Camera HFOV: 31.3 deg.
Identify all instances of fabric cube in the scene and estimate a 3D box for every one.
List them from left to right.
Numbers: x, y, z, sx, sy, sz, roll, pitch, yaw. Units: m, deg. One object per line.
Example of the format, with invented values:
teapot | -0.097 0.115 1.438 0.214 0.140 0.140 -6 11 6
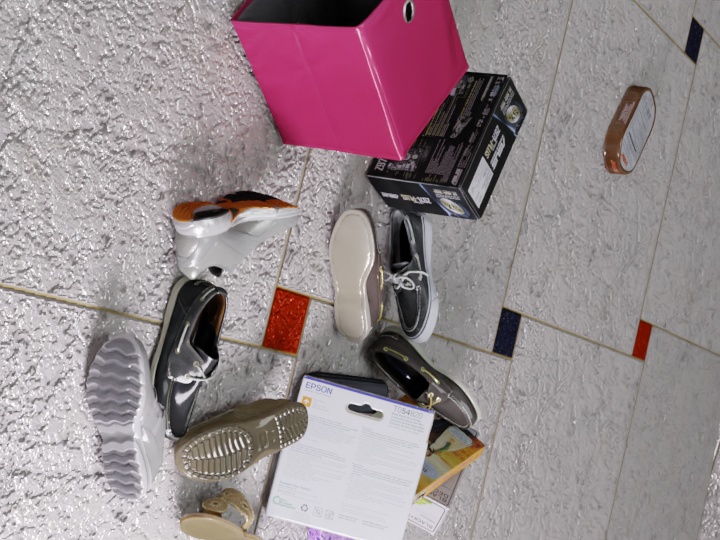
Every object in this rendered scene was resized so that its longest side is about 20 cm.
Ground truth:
fabric cube | -0.007 -0.284 1.613 0.197 0.199 0.200 -55 140 -33

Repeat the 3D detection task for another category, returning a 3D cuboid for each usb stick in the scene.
usb stick | -0.022 0.179 1.871 0.199 0.032 0.056 14 91 -57

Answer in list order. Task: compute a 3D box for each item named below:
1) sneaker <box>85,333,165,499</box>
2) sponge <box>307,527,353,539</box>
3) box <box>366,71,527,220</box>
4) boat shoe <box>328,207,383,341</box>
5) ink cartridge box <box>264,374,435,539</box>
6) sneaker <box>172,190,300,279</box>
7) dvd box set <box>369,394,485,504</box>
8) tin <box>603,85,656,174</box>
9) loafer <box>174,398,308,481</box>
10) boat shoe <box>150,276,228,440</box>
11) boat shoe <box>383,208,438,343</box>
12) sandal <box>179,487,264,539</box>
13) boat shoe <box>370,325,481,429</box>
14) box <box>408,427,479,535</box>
sneaker | -0.265 0.160 1.487 0.082 0.074 0.202 -46 142 -59
sponge | -0.035 0.429 1.922 0.111 0.030 0.202 -25 119 -53
box | 0.127 -0.186 1.873 0.086 0.163 0.201 51 57 -49
boat shoe | 0.000 0.000 1.822 0.059 0.071 0.202 -37 132 -53
ink cartridge box | -0.014 0.265 1.781 0.041 0.198 0.202 159 -53 -84
sneaker | -0.156 -0.042 1.586 0.199 0.075 0.093 -13 117 -46
dvd box set | 0.077 0.260 1.910 0.199 0.146 0.030 -23 146 -49
tin | 0.543 -0.283 2.579 0.201 0.042 0.112 -61 138 -25
loafer | -0.159 0.215 1.651 0.199 0.067 0.077 -13 107 -38
boat shoe | -0.206 0.111 1.548 0.072 0.067 0.202 9 95 -58
boat shoe | 0.071 0.006 1.907 0.068 0.073 0.201 12 77 -46
sandal | -0.171 0.320 1.673 0.212 0.077 0.070 53 36 -55
boat shoe | 0.095 0.173 1.936 0.201 0.072 0.061 43 46 -3
box | 0.100 0.297 1.956 0.060 0.116 0.200 -65 174 34
